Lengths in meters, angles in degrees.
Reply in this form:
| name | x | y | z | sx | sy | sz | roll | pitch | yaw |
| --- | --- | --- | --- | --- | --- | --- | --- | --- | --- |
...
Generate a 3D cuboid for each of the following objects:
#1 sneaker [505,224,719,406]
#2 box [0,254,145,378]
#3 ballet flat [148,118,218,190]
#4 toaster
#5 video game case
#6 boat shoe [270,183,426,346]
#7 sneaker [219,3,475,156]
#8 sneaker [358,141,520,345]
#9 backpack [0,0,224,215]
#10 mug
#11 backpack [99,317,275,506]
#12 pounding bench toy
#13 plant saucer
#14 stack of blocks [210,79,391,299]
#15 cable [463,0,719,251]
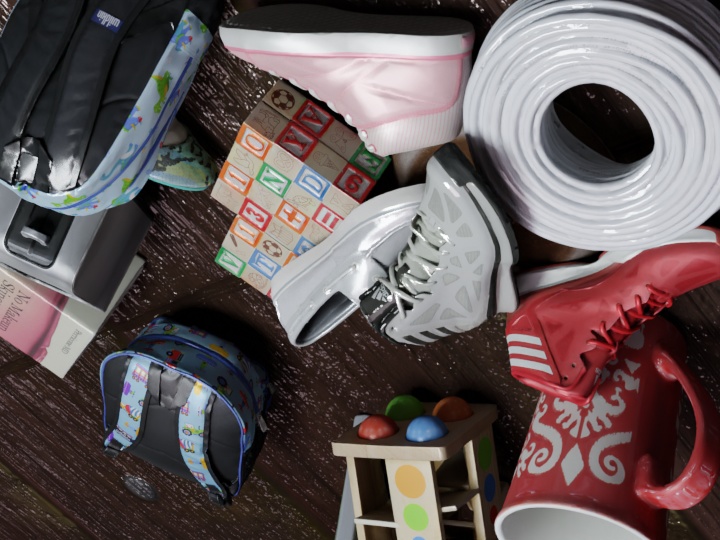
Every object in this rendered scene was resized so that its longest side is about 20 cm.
| name | x | y | z | sx | sy | sz | roll | pitch | yaw |
| --- | --- | --- | --- | --- | --- | --- | --- | --- | --- |
| sneaker | 0.202 | 0.044 | 0.951 | 0.199 | 0.116 | 0.078 | -21 | 143 | 36 |
| box | -0.346 | -0.004 | 1.283 | 0.199 | 0.109 | 0.128 | 36 | 142 | -8 |
| ballet flat | -0.213 | -0.135 | 1.085 | 0.199 | 0.075 | 0.074 | 22 | 143 | 4 |
| toaster | -0.296 | -0.057 | 1.124 | 0.180 | 0.119 | 0.200 | 25 | 172 | 5 |
| video game case | 0.002 | 0.288 | 1.321 | 0.022 | 0.201 | 0.183 | 0 | 137 | 10 |
| boat shoe | 0.000 | 0.000 | 1.000 | 0.199 | 0.069 | 0.072 | -32 | 154 | 33 |
| sneaker | -0.012 | -0.138 | 0.923 | 0.199 | 0.075 | 0.105 | 9 | 121 | 20 |
| sneaker | 0.051 | -0.001 | 0.908 | 0.076 | 0.115 | 0.201 | 57 | 173 | 34 |
| backpack | -0.211 | -0.142 | 0.966 | 0.162 | 0.201 | 0.154 | 20 | 164 | 9 |
| mug | 0.216 | 0.137 | 0.998 | 0.176 | 0.201 | 0.134 | -1 | 140 | 29 |
| backpack | -0.181 | 0.128 | 1.306 | 0.181 | 0.135 | 0.201 | 22 | 143 | 9 |
| pounding bench toy | 0.081 | 0.197 | 1.238 | 0.123 | 0.200 | 0.157 | -3 | 102 | 32 |
| plant saucer | 0.109 | -0.059 | 0.984 | 0.199 | 0.037 | 0.201 | 18 | 142 | 14 |
| stack of blocks | -0.065 | -0.058 | 1.071 | 0.115 | 0.059 | 0.200 | 34 | 146 | 0 |
| cable | 0.168 | -0.101 | 0.839 | 0.198 | 0.069 | 0.201 | 10 | 130 | 18 |
